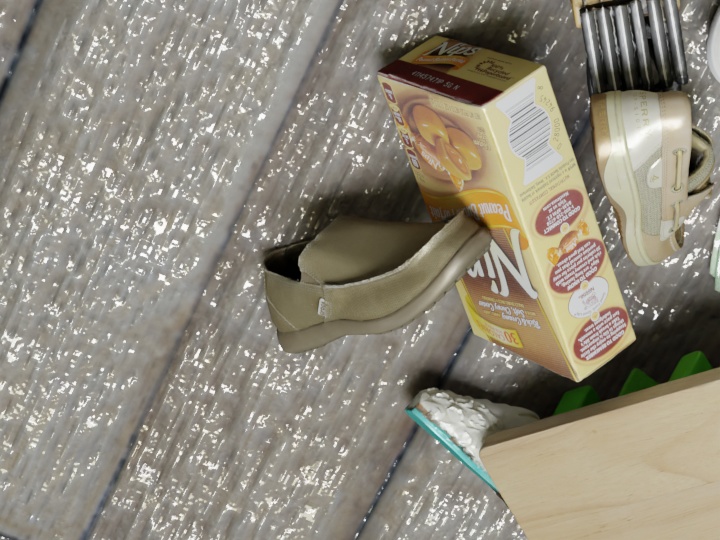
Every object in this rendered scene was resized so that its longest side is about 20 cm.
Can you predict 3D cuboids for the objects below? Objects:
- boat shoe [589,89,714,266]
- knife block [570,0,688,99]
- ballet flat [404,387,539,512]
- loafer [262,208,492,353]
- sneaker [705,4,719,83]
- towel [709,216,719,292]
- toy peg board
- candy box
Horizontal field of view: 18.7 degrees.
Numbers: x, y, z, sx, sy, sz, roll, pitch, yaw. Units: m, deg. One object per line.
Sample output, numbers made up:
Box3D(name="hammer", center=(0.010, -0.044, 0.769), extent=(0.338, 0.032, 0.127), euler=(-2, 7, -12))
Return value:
Box3D(name="boat shoe", center=(0.184, -0.056, 1.324), extent=(0.065, 0.073, 0.200), euler=(-10, 158, 12))
Box3D(name="knife block", center=(0.151, -0.197, 1.309), extent=(0.064, 0.176, 0.201), euler=(-10, 74, 4))
Box3D(name="ballet flat", center=(0.110, 0.134, 1.493), extent=(0.072, 0.072, 0.200), euler=(-35, 116, 18))
Box3D(name="loafer", center=(0.000, 0.000, 1.368), extent=(0.200, 0.076, 0.068), euler=(-24, 106, 46))
Box3D(name="sneaker", center=(0.285, -0.177, 1.286), extent=(0.200, 0.085, 0.073), euler=(-42, 100, 14))
Box3D(name="towel", center=(0.309, -0.072, 1.392), extent=(0.151, 0.023, 0.201), euler=(3, 119, -3))
Box3D(name="toy peg board", center=(0.218, 0.148, 1.425), extent=(0.199, 0.098, 0.200), euler=(-20, 110, 36))
Box3D(name="candy box", center=(0.091, -0.039, 1.353), extent=(0.055, 0.115, 0.201), euler=(-32, 119, -21))
